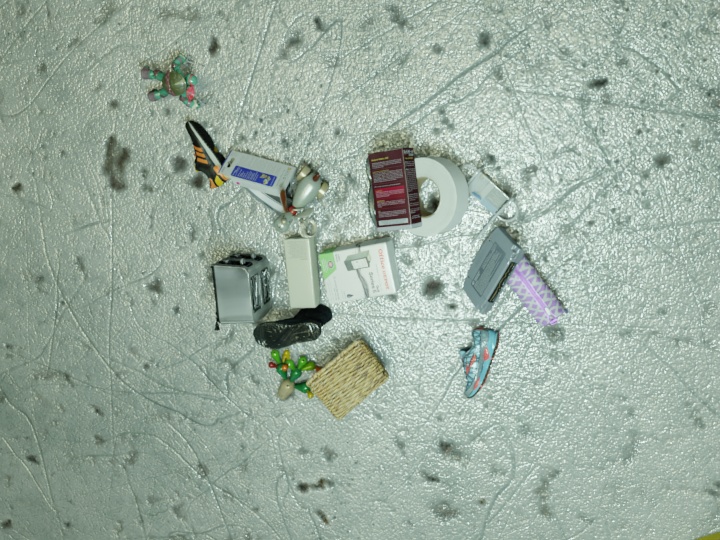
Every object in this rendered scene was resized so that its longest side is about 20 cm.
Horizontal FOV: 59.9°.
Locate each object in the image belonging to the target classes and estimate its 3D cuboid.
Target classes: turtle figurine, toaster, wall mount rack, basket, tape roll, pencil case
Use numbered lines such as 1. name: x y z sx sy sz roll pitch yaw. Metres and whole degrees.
1. turtle figurine: -0.510 -0.526 1.740 0.197 0.101 0.152 2 103 19
2. toaster: -0.338 0.057 1.781 0.117 0.181 0.203 -1 102 12
3. wall mount rack: 0.306 -0.172 1.631 0.200 0.075 0.174 42 127 3
4. basket: -0.040 0.293 1.772 0.200 0.143 0.149 -40 98 1
5. tape roll: 0.178 -0.191 1.619 0.200 0.070 0.205 9 105 36
6. pencil case: 0.450 0.055 1.639 0.084 0.085 0.201 -38 90 23

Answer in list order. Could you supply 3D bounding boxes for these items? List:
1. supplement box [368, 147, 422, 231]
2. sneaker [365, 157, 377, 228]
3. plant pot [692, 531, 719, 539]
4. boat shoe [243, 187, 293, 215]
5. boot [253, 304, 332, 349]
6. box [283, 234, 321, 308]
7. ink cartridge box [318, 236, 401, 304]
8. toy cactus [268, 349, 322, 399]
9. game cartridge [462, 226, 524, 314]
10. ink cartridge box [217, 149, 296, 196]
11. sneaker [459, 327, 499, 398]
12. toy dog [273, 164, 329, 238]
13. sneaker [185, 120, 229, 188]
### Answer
1. supplement box: 0.089 -0.207 1.602 0.108 0.061 0.203 -2 99 36
2. sneaker: 0.061 -0.209 1.681 0.081 0.073 0.203 -3 102 13
3. plant pot: 0.953 0.847 1.648 0.198 0.176 0.202 -26 96 18
4. boat shoe: -0.256 -0.219 1.762 0.199 0.070 0.067 35 79 16
5. boot: -0.187 0.156 1.772 0.197 0.168 0.077 -8 101 10
6. box: -0.163 0.002 1.785 0.081 0.068 0.203 0 103 14
7. ink cartridge box: 0.000 0.000 1.736 0.197 0.084 0.147 -10 100 16
8. toy cactus: -0.200 0.327 1.864 0.199 0.103 0.166 31 118 -5
9. game cartridge: 0.341 -0.004 1.629 0.040 0.134 0.202 12 118 -29
10. ink cartridge box: -0.286 -0.270 1.738 0.198 0.095 0.037 18 147 6
11. sneaker: 0.315 0.252 1.731 0.095 0.079 0.202 21 98 18
12. toy dog: -0.156 -0.195 1.687 0.130 0.096 0.203 16 78 -13
13. sneaker: -0.452 -0.327 1.780 0.090 0.070 0.201 -34 95 15
